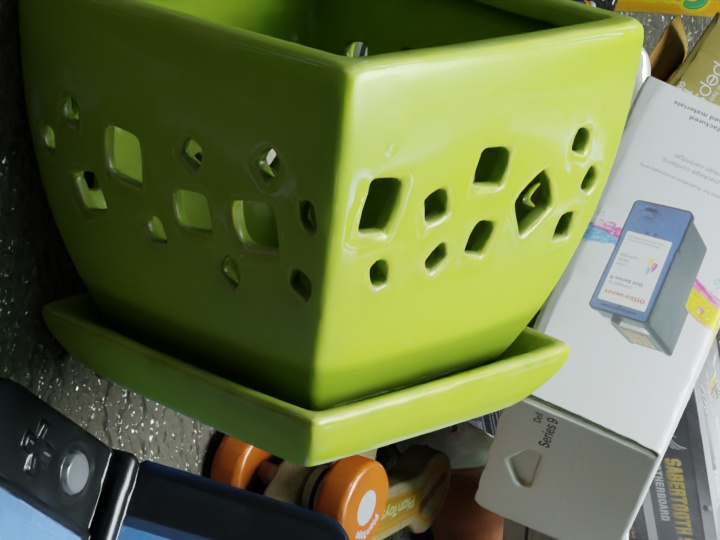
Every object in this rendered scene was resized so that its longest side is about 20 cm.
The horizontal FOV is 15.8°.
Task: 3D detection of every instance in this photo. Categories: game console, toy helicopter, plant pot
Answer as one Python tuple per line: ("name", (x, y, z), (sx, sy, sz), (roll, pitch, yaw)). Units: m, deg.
("game console", (-0.107, 0.168, 1.098), (0.171, 0.118, 0.201), (45, 56, -58))
("toy helicopter", (-0.005, 0.138, 1.341), (0.200, 0.078, 0.133), (-15, 117, -61))
("plant pot", (-0.019, -0.031, 1.116), (0.198, 0.199, 0.183), (-14, 116, -46))

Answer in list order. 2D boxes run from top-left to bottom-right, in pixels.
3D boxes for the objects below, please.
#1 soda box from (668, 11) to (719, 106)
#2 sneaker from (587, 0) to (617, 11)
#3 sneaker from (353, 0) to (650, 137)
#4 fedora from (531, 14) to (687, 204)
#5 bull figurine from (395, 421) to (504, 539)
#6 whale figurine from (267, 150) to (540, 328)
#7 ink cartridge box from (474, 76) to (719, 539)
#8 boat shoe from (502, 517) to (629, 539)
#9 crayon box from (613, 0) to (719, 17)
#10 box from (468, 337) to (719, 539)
("soda box", (0.189, -0.058, 1.468), (0.064, 0.068, 0.200), (-54, 173, -24))
("sneaker", (0.086, -0.229, 1.406), (0.060, 0.104, 0.201), (-35, 128, -50))
("sneaker", (0.073, -0.104, 1.302), (0.199, 0.079, 0.079), (-13, 109, -52))
("fedora", (0.108, -0.072, 1.473), (0.201, 0.082, 0.201), (-57, 174, -9))
("bull figurine", (0.085, 0.147, 1.495), (0.065, 0.120, 0.201), (-74, 163, -51))
("whale figurine", (0.000, 0.000, 1.323), (0.199, 0.103, 0.160), (20, 77, -38))
("ink cartridge box", (0.139, 0.028, 1.335), (0.146, 0.087, 0.201), (99, 17, -61))
("boat shoe", (0.118, 0.165, 1.381), (0.072, 0.065, 0.201), (35, 50, -45))
("crayon box", (0.161, -0.205, 1.450), (0.058, 0.199, 0.120), (-22, 115, -64))
("box", (0.140, 0.117, 1.535), (0.048, 0.157, 0.201), (-60, 145, -45))
